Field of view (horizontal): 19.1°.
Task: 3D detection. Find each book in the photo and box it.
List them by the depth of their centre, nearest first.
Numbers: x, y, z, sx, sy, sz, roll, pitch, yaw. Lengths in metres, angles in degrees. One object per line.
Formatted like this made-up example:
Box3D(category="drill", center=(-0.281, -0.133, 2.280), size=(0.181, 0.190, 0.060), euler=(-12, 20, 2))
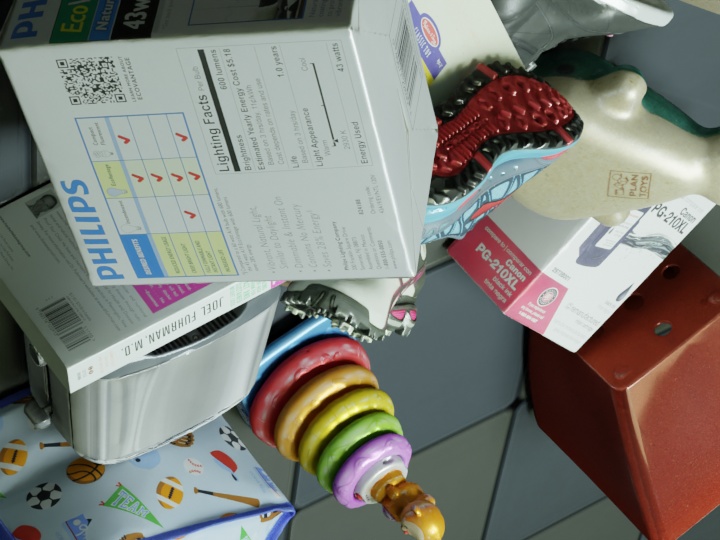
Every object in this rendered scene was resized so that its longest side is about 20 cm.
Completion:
Box3D(category="book", center=(-0.132, -0.019, 1.358), size=(0.199, 0.134, 0.048), euler=(-27, 146, -22))

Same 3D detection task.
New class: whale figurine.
Box3D(category="whale figurine", center=(0.195, -0.102, 1.579), size=(0.159, 0.199, 0.104), euler=(87, 14, -49))

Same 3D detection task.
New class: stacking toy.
Box3D(category="stacking toy", center=(-0.001, 0.137, 1.623), size=(0.110, 0.200, 0.116), euler=(-35, 149, -10))

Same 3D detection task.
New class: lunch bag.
Box3D(category="lunch bag", center=(-0.181, 0.164, 1.494), size=(0.199, 0.170, 0.124), euler=(-8, 134, -44))

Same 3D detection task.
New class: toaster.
Box3D(category="toaster", center=(-0.138, 0.042, 1.448), size=(0.199, 0.114, 0.129), euler=(-26, 149, -30))

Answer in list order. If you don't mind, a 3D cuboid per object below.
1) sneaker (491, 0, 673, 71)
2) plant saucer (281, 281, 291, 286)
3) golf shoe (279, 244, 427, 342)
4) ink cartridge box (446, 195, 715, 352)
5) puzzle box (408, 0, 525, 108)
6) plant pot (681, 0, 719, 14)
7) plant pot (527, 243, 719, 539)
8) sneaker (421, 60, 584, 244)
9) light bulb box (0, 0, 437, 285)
Box3D(category="sneaker", center=(0.133, -0.177, 1.520), size=(0.199, 0.071, 0.099), euler=(4, 128, -42))
Box3D(category="plant saucer", center=(0.000, -0.060, 1.552), size=(0.200, 0.029, 0.200), euler=(-28, 147, -20))
Box3D(category="golf shoe", center=(0.000, 0.000, 1.506), size=(0.200, 0.077, 0.088), euler=(-11, 122, -78))
Box3D(category="ink cartridge box", center=(0.188, -0.046, 1.717), size=(0.200, 0.084, 0.145), euler=(-48, 149, 10))
Box3D(category="puzzle box", center=(0.044, -0.119, 1.391), size=(0.133, 0.025, 0.200), euler=(-52, 148, -11))
Box3D(category="plant pot", center=(0.232, -0.284, 1.390), size=(0.200, 0.177, 0.200), euler=(-41, 149, -1))
Box3D(category="plant pot", center=(0.259, 0.078, 1.860), size=(0.200, 0.200, 0.177), euler=(-36, 137, -8))
Box3D(category="sneaker", center=(0.063, -0.069, 1.386), size=(0.200, 0.079, 0.096), euler=(-27, 159, -43))
Box3D(category="light bulb box", center=(-0.074, -0.101, 1.216), size=(0.199, 0.125, 0.199), euler=(-1, 137, 13))
